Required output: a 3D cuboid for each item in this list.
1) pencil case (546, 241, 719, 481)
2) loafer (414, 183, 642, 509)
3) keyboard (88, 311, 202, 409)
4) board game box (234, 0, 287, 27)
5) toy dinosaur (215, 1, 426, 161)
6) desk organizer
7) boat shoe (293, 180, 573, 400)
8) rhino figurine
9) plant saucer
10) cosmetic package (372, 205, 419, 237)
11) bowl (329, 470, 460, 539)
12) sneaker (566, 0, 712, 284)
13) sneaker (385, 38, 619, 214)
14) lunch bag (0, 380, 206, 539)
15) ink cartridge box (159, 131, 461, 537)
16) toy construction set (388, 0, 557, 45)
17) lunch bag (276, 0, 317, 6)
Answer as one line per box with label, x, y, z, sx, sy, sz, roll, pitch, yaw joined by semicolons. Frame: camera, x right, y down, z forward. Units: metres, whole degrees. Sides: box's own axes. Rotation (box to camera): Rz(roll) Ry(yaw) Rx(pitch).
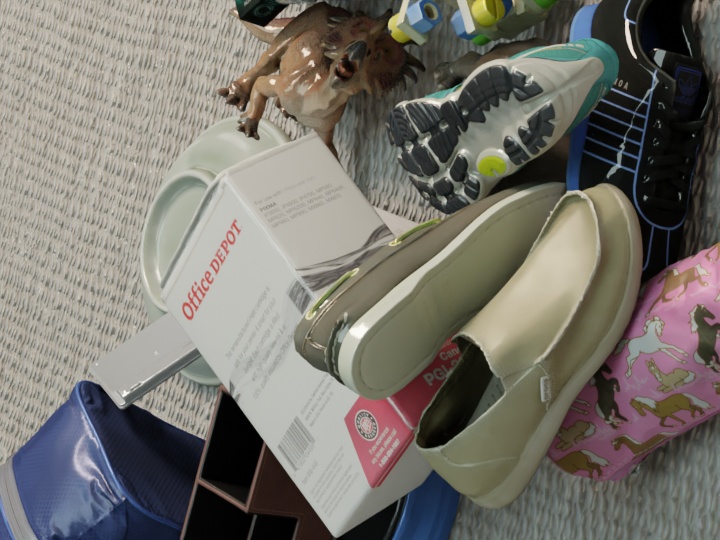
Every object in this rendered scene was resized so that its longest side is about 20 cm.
pencil case;0.183;0.047;1.494;0.200;0.086;0.083;-37;32;42
loafer;0.094;0.040;1.488;0.076;0.068;0.201;37;105;57
keyboard;-0.094;0.025;1.806;0.200;0.011;0.056;-34;36;-11
board game box;-0.027;-0.277;1.781;0.200;0.028;0.136;-39;53;35
toy dinosaur;-0.023;-0.146;1.805;0.136;0.086;0.200;-56;33;20
desk organizer;-0.069;0.180;1.724;0.072;0.077;0.201;24;101;52
boat shoe;0.047;0.001;1.531;0.060;0.201;0.072;22;136;42
rhino figurine;0.107;-0.053;1.631;0.087;0.060;0.201;-26;65;36
plant saucer;-0.111;-0.017;1.910;0.200;0.050;0.201;-14;72;49
cosmetic package;0.000;0.000;1.713;0.200;0.082;0.051;23;130;46
bowl;-0.010;0.130;1.756;0.200;0.039;0.202;-16;70;50
sneaker;0.169;-0.078;1.549;0.078;0.070;0.201;-23;65;48
sneaker;0.084;-0.088;1.570;0.200;0.080;0.078;-20;100;58
lunch bag;-0.162;0.186;1.817;0.132;0.200;0.136;-43;44;15
ink cartridge box;-0.023;0.039;1.620;0.200;0.085;0.146;52;144;14
toy construction set;0.076;-0.229;1.651;0.092;0.131;0.201;-9;75;50
lunch bag;-0.029;-0.274;1.697;0.160;0.082;0.201;6;83;50
